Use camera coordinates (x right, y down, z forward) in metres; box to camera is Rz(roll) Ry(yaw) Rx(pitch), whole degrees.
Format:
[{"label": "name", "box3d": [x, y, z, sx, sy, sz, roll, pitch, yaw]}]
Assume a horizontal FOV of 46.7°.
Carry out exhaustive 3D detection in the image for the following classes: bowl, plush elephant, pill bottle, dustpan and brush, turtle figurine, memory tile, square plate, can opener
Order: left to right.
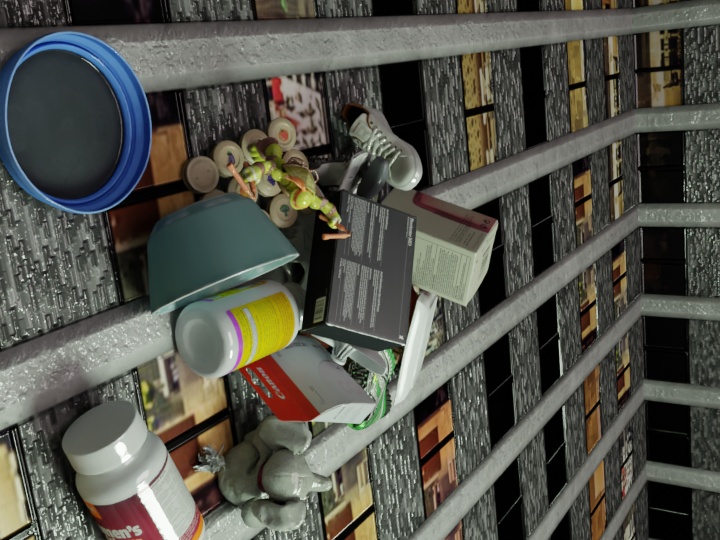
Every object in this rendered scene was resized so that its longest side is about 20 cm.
[{"label": "bowl", "box3d": [-0.325, -0.165, 0.945, 0.200, 0.039, 0.202, -6, 97, -56]}, {"label": "pill bottle", "box3d": [-0.270, 0.261, 0.994, 0.110, 0.109, 0.201, -49, 131, -43]}, {"label": "bowl", "box3d": [-0.188, -0.029, 1.053, 0.200, 0.200, 0.106, -21, 87, -54]}, {"label": "pill bottle", "box3d": [-0.154, 0.073, 1.162, 0.200, 0.104, 0.105, -20, 109, -54]}, {"label": "memory tile", "box3d": [-0.147, -0.119, 1.179, 0.200, 0.017, 0.154, -33, 110, -35]}, {"label": "plush elephant", "box3d": [-0.116, 0.291, 1.187, 0.200, 0.154, 0.166, 29, 68, -54]}, {"label": "turtle figurine", "box3d": [-0.099, -0.124, 1.106, 0.199, 0.161, 0.065, 26, 107, -32]}, {"label": "dustpan and brush", "box3d": [-0.028, 0.122, 1.326, 0.057, 0.139, 0.200, -58, -178, 6]}, {"label": "can opener", "box3d": [-0.024, -0.099, 1.310, 0.053, 0.066, 0.201, -18, 144, -52]}, {"label": "square plate", "box3d": [0.106, 0.128, 1.528, 0.198, 0.028, 0.201, -45, 148, -74]}]

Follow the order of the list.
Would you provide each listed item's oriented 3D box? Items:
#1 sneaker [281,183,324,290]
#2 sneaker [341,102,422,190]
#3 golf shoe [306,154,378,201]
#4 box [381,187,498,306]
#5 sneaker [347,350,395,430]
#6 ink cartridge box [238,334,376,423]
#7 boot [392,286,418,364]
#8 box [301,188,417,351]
[{"label": "sneaker", "box3d": [-0.091, -0.054, 1.282, 0.080, 0.070, 0.202, -33, 120, -48]}, {"label": "sneaker", "box3d": [0.026, -0.206, 1.379, 0.084, 0.200, 0.073, 14, 121, -45]}, {"label": "golf shoe", "box3d": [-0.027, -0.133, 1.367, 0.200, 0.077, 0.095, 13, 81, -55]}, {"label": "box", "box3d": [0.124, -0.047, 1.465, 0.109, 0.199, 0.128, -51, 156, -42]}, {"label": "sneaker", "box3d": [0.010, 0.190, 1.427, 0.085, 0.078, 0.201, -36, 131, -45]}, {"label": "ink cartridge box", "box3d": [-0.087, 0.154, 1.221, 0.057, 0.163, 0.200, -51, 148, 9]}, {"label": "boot", "box3d": [0.070, 0.100, 1.524, 0.107, 0.075, 0.201, 54, 40, -52]}, {"label": "box", "box3d": [0.001, 0.003, 1.214, 0.140, 0.079, 0.201, 17, 69, -29]}]
